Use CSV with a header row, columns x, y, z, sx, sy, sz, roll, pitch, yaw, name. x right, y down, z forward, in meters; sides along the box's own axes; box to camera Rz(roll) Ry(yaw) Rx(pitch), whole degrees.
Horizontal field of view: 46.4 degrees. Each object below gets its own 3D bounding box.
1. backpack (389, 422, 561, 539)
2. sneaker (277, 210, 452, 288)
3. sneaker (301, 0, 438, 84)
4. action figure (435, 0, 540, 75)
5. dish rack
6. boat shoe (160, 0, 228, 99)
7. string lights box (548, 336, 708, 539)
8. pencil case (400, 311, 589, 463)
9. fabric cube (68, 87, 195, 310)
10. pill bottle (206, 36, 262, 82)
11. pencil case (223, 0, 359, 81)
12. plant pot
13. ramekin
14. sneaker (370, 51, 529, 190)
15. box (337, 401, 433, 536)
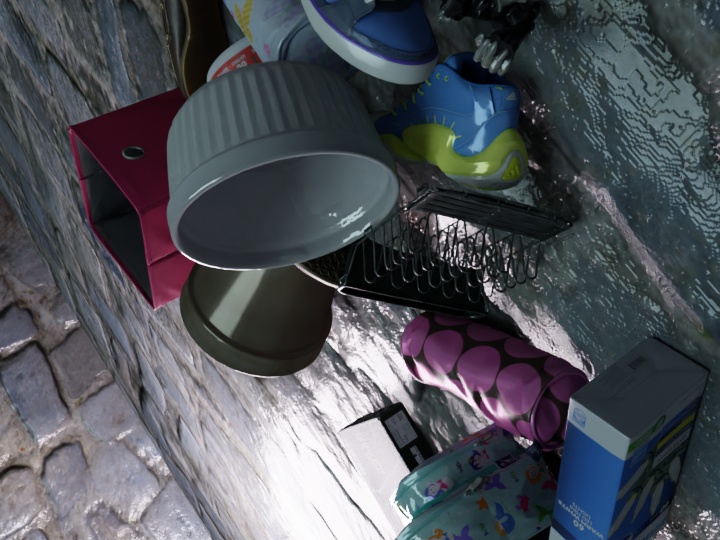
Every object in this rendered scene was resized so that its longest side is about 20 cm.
x,y,z,sx,sy,sz,roll,pitch,yaw,name
0.110,0.258,0.857,0.151,0.200,0.178,49,156,17,backpack
0.000,0.000,0.866,0.200,0.071,0.076,22,162,-14,sneaker
0.005,-0.250,0.606,0.200,0.080,0.147,55,146,21,sneaker
0.097,-0.208,0.579,0.119,0.102,0.200,55,153,-12,action figure
0.082,-0.014,0.738,0.200,0.153,0.055,145,132,-63,dish rack
-0.211,-0.306,1.047,0.070,0.070,0.200,31,132,34,boat shoe
0.219,0.164,0.705,0.059,0.103,0.200,36,143,39,string lights box
0.128,0.108,0.833,0.200,0.091,0.094,28,154,50,pencil case
-0.254,-0.108,1.160,0.196,0.199,0.200,46,149,29,fabric cube
-0.068,-0.148,0.896,0.200,0.116,0.116,59,153,4,pill bottle
-0.068,-0.244,0.791,0.083,0.091,0.200,87,157,-44,pencil case
-0.107,0.005,1.054,0.200,0.200,0.174,50,134,20,plant pot
-0.074,-0.091,0.730,0.200,0.200,0.105,121,137,-59,ramekin
0.074,-0.140,0.730,0.200,0.076,0.105,28,119,48,sneaker
0.060,0.287,1.153,0.200,0.043,0.160,60,152,4,box
